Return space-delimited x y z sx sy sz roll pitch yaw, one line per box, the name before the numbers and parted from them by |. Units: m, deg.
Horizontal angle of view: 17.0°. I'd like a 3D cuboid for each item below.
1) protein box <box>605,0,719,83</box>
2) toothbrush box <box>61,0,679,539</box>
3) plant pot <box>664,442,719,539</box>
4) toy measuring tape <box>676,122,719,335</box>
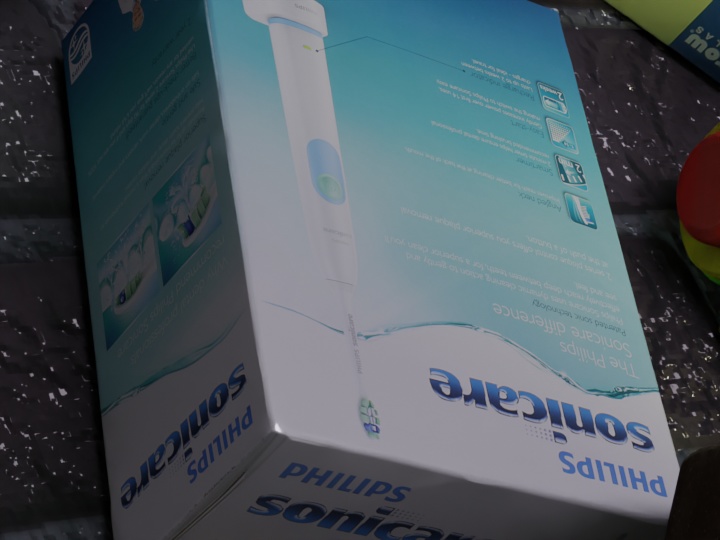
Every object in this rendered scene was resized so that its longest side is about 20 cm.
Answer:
protein box | 0.215 -0.194 0.984 0.135 0.200 0.199 34 40 -11
toothbrush box | 0.000 0.000 0.718 0.146 0.085 0.201 15 46 -33
plant pot | 0.135 0.172 0.598 0.186 0.187 0.201 27 74 -19
toy measuring tape | 0.156 -0.062 0.885 0.073 0.073 0.201 14 80 -31
